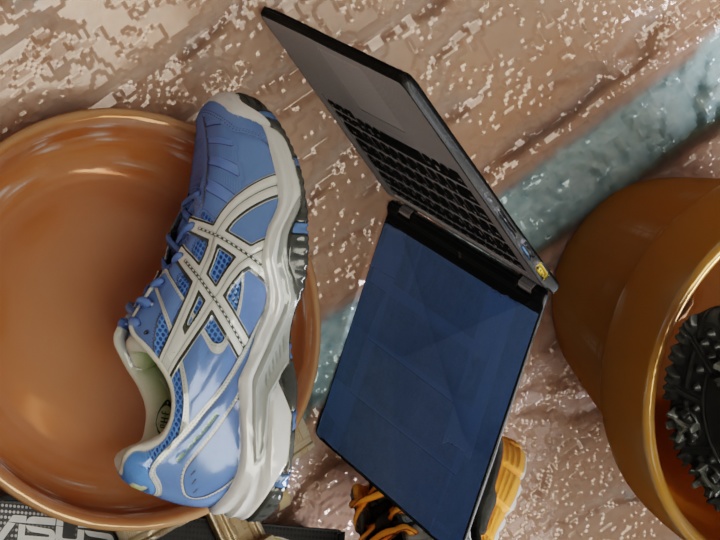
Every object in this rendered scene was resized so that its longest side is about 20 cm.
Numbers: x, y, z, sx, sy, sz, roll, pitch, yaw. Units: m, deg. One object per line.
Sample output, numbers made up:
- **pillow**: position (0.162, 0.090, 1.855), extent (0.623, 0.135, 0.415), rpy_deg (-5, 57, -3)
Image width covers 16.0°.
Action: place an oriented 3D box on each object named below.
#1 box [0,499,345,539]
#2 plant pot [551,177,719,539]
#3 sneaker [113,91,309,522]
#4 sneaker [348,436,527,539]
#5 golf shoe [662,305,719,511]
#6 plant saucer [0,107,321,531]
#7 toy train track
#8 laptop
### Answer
- **box**: position (-0.110, 0.201, 1.280), extent (0.199, 0.044, 0.162), rpy_deg (8, 82, -24)
- **plant pot**: position (0.191, 0.033, 1.308), extent (0.199, 0.183, 0.202), rpy_deg (-6, 108, -21)
- **sneaker**: position (-0.070, 0.012, 1.178), extent (0.076, 0.076, 0.202), rpy_deg (6, 73, -19)
- **sneaker**: position (0.027, 0.134, 1.283), extent (0.077, 0.200, 0.078), rpy_deg (41, 119, -14)
- **golf shoe**: position (0.208, 0.088, 1.198), extent (0.094, 0.078, 0.201), rpy_deg (-39, 119, -27)
- **plant saucer**: position (-0.116, 0.024, 1.219), extent (0.199, 0.037, 0.202), rpy_deg (4, 78, -21)
- **toy train track**: position (-0.085, 0.065, 1.259), extent (0.114, 0.032, 0.201), rpy_deg (-29, 99, -23)
- **laptop**: position (0.000, 0.000, 1.217), extent (0.116, 0.187, 0.200), rpy_deg (-40, 116, -8)
